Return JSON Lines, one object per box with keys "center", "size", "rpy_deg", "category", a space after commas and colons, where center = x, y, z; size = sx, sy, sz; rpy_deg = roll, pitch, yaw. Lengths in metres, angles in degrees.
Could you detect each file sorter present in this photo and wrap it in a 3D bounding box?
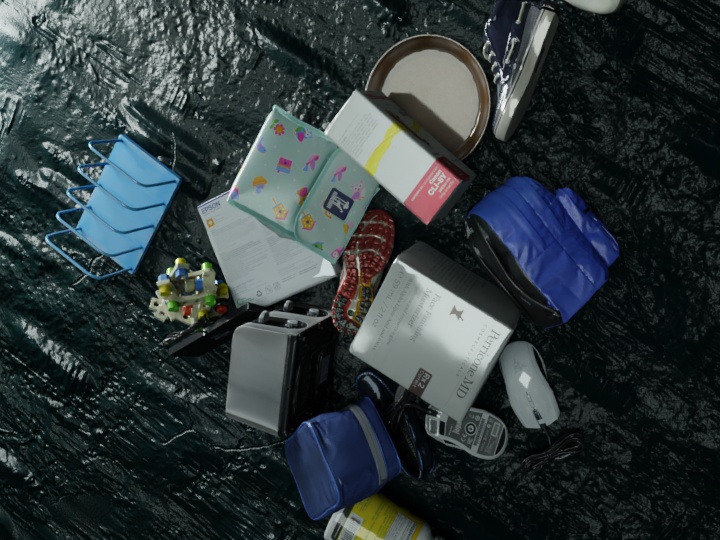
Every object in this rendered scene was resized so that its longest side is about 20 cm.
{"center": [-0.426, -0.106, 1.412], "size": [0.138, 0.123, 0.202], "rpy_deg": [35, 108, 8], "category": "file sorter"}

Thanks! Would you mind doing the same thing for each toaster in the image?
{"center": [-0.120, 0.160, 1.334], "size": [0.116, 0.180, 0.205], "rpy_deg": [12, 105, 20], "category": "toaster"}

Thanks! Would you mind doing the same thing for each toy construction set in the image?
{"center": [-0.290, 0.051, 1.385], "size": [0.128, 0.200, 0.094], "rpy_deg": [0, 73, -23], "category": "toy construction set"}

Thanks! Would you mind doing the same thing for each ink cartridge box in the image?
{"center": [0.061, -0.168, 1.195], "size": [0.199, 0.145, 0.084], "rpy_deg": [41, 108, 6], "category": "ink cartridge box"}
{"center": [-0.152, -0.051, 1.376], "size": [0.193, 0.043, 0.204], "rpy_deg": [-22, 90, 20], "category": "ink cartridge box"}

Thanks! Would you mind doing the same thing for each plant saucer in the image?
{"center": [0.103, -0.254, 1.260], "size": [0.195, 0.032, 0.205], "rpy_deg": [4, 102, 17], "category": "plant saucer"}

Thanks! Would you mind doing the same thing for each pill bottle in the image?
{"center": [0.048, 0.445, 1.365], "size": [0.197, 0.114, 0.116], "rpy_deg": [30, 108, 10], "category": "pill bottle"}

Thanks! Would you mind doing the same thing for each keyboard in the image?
{"center": [-0.250, 0.099, 1.385], "size": [0.198, 0.126, 0.021], "rpy_deg": [-30, 67, 27], "category": "keyboard"}

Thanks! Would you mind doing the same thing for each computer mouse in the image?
{"center": [0.269, 0.210, 1.286], "size": [0.108, 0.044, 0.204], "rpy_deg": [-22, 93, 21], "category": "computer mouse"}
{"center": [0.138, 0.240, 1.307], "size": [0.197, 0.044, 0.112], "rpy_deg": [25, 77, -5], "category": "computer mouse"}

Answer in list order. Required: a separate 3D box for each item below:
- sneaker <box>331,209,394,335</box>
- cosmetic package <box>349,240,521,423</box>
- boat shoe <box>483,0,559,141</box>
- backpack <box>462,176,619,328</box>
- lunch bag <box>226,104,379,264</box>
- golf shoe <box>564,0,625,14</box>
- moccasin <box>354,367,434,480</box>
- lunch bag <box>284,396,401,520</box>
{"center": [0.000, 0.000, 1.319], "size": [0.076, 0.082, 0.204], "rpy_deg": [19, 89, 1], "category": "sneaker"}
{"center": [0.119, 0.086, 1.246], "size": [0.198, 0.165, 0.167], "rpy_deg": [30, 108, 10], "category": "cosmetic package"}
{"center": [0.212, -0.298, 1.201], "size": [0.091, 0.074, 0.204], "rpy_deg": [24, 99, 19], "category": "boat shoe"}
{"center": [0.253, -0.040, 1.187], "size": [0.168, 0.163, 0.200], "rpy_deg": [-42, 85, -11], "category": "backpack"}
{"center": [-0.081, -0.126, 1.263], "size": [0.197, 0.122, 0.173], "rpy_deg": [29, 87, 1], "category": "lunch bag"}
{"center": [0.271, -0.405, 1.138], "size": [0.198, 0.088, 0.078], "rpy_deg": [35, 142, 11], "category": "golf shoe"}
{"center": [0.058, 0.248, 1.348], "size": [0.080, 0.068, 0.201], "rpy_deg": [-39, 86, 20], "category": "moccasin"}
{"center": [-0.025, 0.292, 1.279], "size": [0.138, 0.130, 0.200], "rpy_deg": [66, 153, 15], "category": "lunch bag"}
